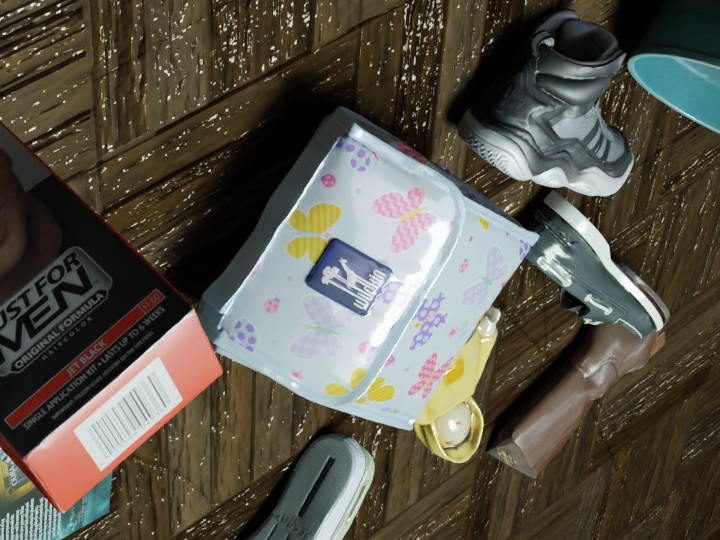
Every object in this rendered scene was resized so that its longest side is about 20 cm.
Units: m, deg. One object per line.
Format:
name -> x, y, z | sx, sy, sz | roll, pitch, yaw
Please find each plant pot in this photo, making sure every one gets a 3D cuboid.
plant pot -> 0.328, -0.201, 1.277 | 0.200, 0.199, 0.189 | 30, 84, -61

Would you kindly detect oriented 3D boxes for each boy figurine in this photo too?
boy figurine -> 0.064, 0.081, 1.346 | 0.124, 0.064, 0.201 | -35, 145, -31

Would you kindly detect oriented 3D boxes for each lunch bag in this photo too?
lunch bag -> 0.000, 0.000, 1.102 | 0.170, 0.127, 0.200 | -55, 144, 6

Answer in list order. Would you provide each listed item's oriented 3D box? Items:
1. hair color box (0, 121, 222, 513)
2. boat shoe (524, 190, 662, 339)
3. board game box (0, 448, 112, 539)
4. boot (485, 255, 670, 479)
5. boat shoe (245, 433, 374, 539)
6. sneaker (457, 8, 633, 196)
hair color box -> -0.167, 0.006, 0.791 | 0.101, 0.200, 0.061 | -41, 150, -15
boat shoe -> 0.187, 0.008, 1.413 | 0.060, 0.076, 0.200 | -44, 131, 2
board game box -> -0.206, 0.104, 1.027 | 0.135, 0.028, 0.201 | -26, 144, -36
boot -> 0.191, 0.096, 1.553 | 0.200, 0.064, 0.187 | -41, 148, -7
boat shoe -> -0.050, 0.221, 1.340 | 0.201, 0.072, 0.062 | -55, 149, 3
sneaker -> 0.160, -0.121, 1.231 | 0.199, 0.075, 0.114 | 3, 125, -53
